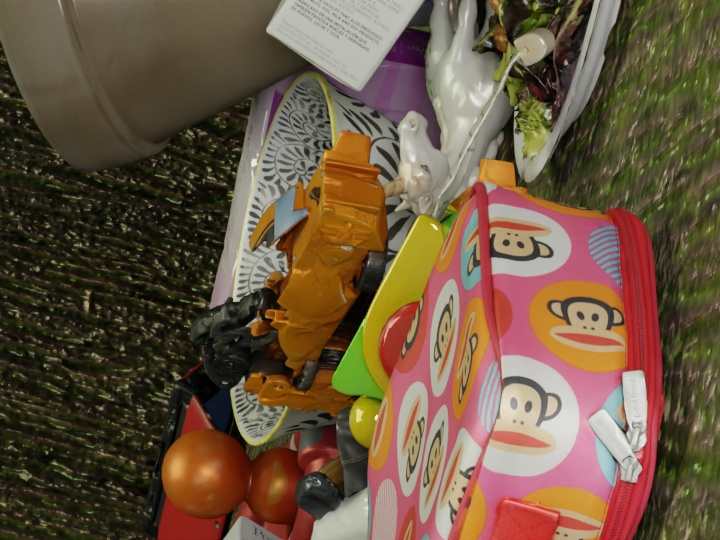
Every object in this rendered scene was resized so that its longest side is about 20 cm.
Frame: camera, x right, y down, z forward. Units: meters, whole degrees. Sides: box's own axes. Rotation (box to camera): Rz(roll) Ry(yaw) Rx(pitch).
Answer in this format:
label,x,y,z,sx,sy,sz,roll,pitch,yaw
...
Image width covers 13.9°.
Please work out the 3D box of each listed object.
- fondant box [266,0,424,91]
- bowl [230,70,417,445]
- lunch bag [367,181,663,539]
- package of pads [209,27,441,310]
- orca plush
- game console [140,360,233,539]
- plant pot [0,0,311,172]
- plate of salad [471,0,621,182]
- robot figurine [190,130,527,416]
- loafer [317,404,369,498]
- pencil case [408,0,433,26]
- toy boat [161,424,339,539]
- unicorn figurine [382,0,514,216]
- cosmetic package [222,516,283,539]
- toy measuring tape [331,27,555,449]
label,x,y,z,sx,sy,sz,roll,pitch,yaw
fondant box,0.041,-0.201,1.394,0.200,0.058,0.145,-52,9,34
bowl,0.000,0.000,1.571,0.201,0.094,0.202,-171,90,-76
lunch bag,0.051,0.087,1.074,0.177,0.081,0.201,-89,12,-53
package of pads,-0.013,-0.044,1.690,0.076,0.120,0.201,-94,15,-67
orca plush,0.032,0.098,1.290,0.071,0.105,0.200,-46,-17,-32
game console,-0.134,0.193,2.843,0.172,0.118,0.201,-40,-26,-46
plant pot,-0.086,-0.167,1.562,0.200,0.173,0.201,-12,-90,-75
plate of salad,0.085,-0.139,1.314,0.200,0.048,0.201,-170,90,-83
robot figurine,0.003,0.011,1.383,0.200,0.144,0.059,124,154,-58
loafer,0.009,0.110,1.452,0.200,0.072,0.073,109,168,-58
pencil case,-0.028,-0.185,1.708,0.091,0.199,0.084,-80,-8,-56
toy boat,-0.050,0.124,1.689,0.200,0.130,0.131,110,169,-56
unicorn figurine,0.053,-0.101,1.488,0.200,0.073,0.138,-36,-41,-75
cosmetic package,-0.040,0.217,1.522,0.074,0.101,0.200,-54,15,18
toy measuring tape,0.054,-0.003,1.263,0.201,0.073,0.074,-62,12,18
